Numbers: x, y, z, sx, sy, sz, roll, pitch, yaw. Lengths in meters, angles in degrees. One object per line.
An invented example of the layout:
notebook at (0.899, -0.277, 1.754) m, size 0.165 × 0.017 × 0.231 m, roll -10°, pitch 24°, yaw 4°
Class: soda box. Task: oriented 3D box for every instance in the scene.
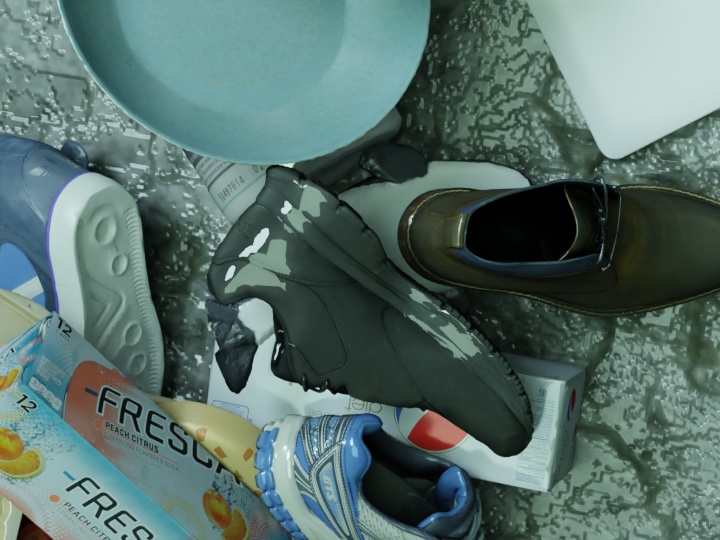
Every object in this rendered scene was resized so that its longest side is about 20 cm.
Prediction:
soda box at (0.019, 0.070, 1.418) m, size 0.200 × 0.068 × 0.064 m, roll 11°, pitch 97°, yaw 14°
soda box at (-0.121, 0.116, 1.339) m, size 0.068 × 0.064 × 0.200 m, roll -32°, pitch 116°, yaw 30°

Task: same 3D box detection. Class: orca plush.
orca plush at (0.000, 0.000, 1.400) m, size 0.200 × 0.071 × 0.105 m, roll -41°, pitch 100°, yaw -17°

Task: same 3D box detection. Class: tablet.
tablet at (0.146, -0.175, 1.391) m, size 0.130 × 0.014 × 0.200 m, roll -27°, pitch 87°, yaw 16°

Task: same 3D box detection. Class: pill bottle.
pill bottle at (-0.074, -0.133, 1.402) m, size 0.113 × 0.113 × 0.200 m, roll -34°, pitch 85°, yaw 15°

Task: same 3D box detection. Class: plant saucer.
plant saucer at (-0.064, -0.144, 1.326) m, size 0.201 × 0.039 × 0.201 m, roll 5°, pitch 72°, yaw -16°

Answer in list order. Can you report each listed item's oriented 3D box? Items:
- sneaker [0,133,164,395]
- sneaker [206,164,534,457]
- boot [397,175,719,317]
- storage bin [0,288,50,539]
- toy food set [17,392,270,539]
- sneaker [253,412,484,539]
sneaker at (-0.193, 0.017, 1.479) m, size 0.146 × 0.081 × 0.200 m, roll 20°, pitch 122°, yaw 37°
sneaker at (0.004, 0.036, 1.322) m, size 0.200 × 0.076 × 0.091 m, roll 42°, pitch 87°, yaw -12°
boot at (0.125, -0.012, 1.340) m, size 0.200 × 0.097 × 0.075 m, roll 0°, pitch 90°, yaw -9°
storage bin at (-0.270, 0.106, 1.410) m, size 0.200 × 0.094 × 0.199 m, roll -11°, pitch 62°, yaw 51°
toy food set at (-0.124, 0.149, 1.435) m, size 0.200 × 0.049 × 0.198 m, roll -1°, pitch 126°, yaw 11°
sneaker at (0.034, 0.145, 1.372) m, size 0.085 × 0.077 × 0.200 m, roll -21°, pitch 129°, yaw 39°
